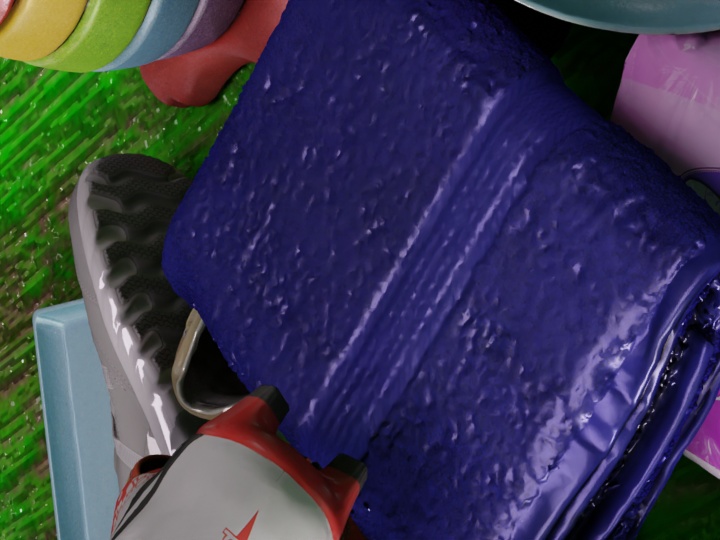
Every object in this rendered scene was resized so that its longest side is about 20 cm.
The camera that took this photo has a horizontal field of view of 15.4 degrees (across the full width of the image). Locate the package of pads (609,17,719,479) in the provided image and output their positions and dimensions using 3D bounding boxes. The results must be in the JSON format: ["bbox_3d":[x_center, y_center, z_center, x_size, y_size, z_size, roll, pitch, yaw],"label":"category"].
[{"bbox_3d":[0.148,0.017,0.743,0.200,0.075,0.121,34,117,45],"label":"package of pads"}]

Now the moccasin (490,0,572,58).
[{"bbox_3d":[0.052,-0.168,0.860,0.078,0.073,0.203,32,124,37],"label":"moccasin"}]

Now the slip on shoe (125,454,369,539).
[{"bbox_3d":[-0.003,0.092,0.906,0.199,0.074,0.062,0,94,32],"label":"slip on shoe"}]

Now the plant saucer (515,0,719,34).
[{"bbox_3d":[0.087,-0.166,0.737,0.027,0.199,0.201,-110,30,-70],"label":"plant saucer"}]

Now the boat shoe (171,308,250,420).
[{"bbox_3d":[0.000,0.000,0.913,0.075,0.068,0.200,43,142,-4],"label":"boat shoe"}]

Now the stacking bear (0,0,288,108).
[{"bbox_3d":[-0.123,-0.122,0.972,0.121,0.199,0.115,-10,84,51],"label":"stacking bear"}]

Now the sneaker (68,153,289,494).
[{"bbox_3d":[-0.078,0.052,1.026,0.082,0.074,0.201,-35,66,45],"label":"sneaker"}]

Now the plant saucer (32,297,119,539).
[{"bbox_3d":[-0.102,0.111,1.108,0.070,0.019,0.202,-13,83,51],"label":"plant saucer"}]

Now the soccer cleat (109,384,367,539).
[{"bbox_3d":[-0.055,0.097,0.804,0.069,0.085,0.200,41,157,1],"label":"soccer cleat"}]

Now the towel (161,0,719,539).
[{"bbox_3d":[0.027,0.001,0.797,0.200,0.049,0.148,48,115,39],"label":"towel"}]
